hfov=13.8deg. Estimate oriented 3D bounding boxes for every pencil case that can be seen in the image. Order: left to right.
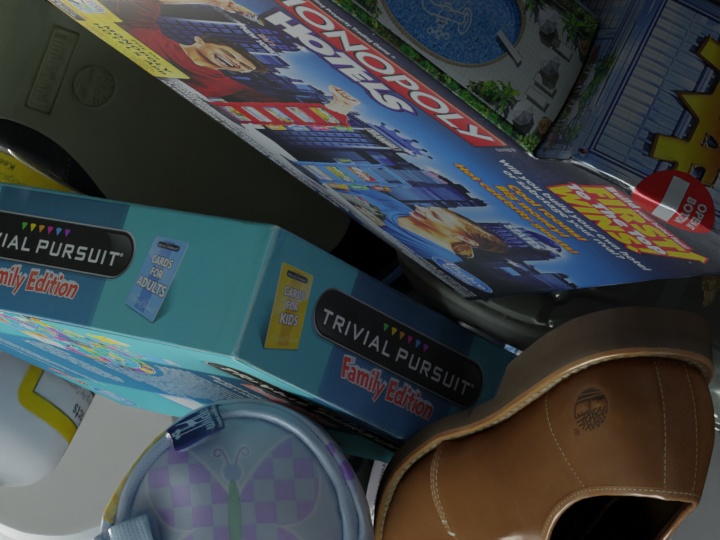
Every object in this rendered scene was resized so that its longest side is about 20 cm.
[{"bbox_3d":[-0.041,0.098,1.041,0.083,0.091,0.200,61,176,8],"label":"pencil case"}]

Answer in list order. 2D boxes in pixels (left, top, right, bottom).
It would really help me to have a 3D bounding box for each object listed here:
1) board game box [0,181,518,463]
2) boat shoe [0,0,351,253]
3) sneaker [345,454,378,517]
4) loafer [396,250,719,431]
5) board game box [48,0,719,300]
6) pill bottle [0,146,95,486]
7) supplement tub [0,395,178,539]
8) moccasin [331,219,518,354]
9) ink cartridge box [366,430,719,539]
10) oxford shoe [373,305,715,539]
[{"bbox_3d":[-0.059,0.018,1.042,0.200,0.047,0.151,9,167,42],"label":"board game box"},{"bbox_3d":[-0.096,-0.060,1.070,0.200,0.071,0.063,24,178,-7],"label":"boat shoe"},{"bbox_3d":[-0.020,0.074,1.249,0.200,0.079,0.076,-89,-25,-78],"label":"sneaker"},{"bbox_3d":[0.104,0.020,0.984,0.200,0.070,0.070,19,152,28],"label":"loafer"},{"bbox_3d":[0.034,-0.057,0.848,0.200,0.062,0.200,35,163,-32],"label":"board game box"},{"bbox_3d":[-0.149,0.016,1.176,0.111,0.200,0.111,25,166,7],"label":"pill bottle"},{"bbox_3d":[-0.150,0.108,1.647,0.145,0.146,0.200,24,167,11],"label":"supplement tub"},{"bbox_3d":[0.000,0.000,1.139,0.068,0.081,0.200,37,149,-22],"label":"moccasin"},{"bbox_3d":[0.108,0.114,1.098,0.145,0.084,0.200,20,166,-28],"label":"ink cartridge box"},{"bbox_3d":[0.054,0.082,0.964,0.071,0.071,0.200,4,154,-19],"label":"oxford shoe"}]
